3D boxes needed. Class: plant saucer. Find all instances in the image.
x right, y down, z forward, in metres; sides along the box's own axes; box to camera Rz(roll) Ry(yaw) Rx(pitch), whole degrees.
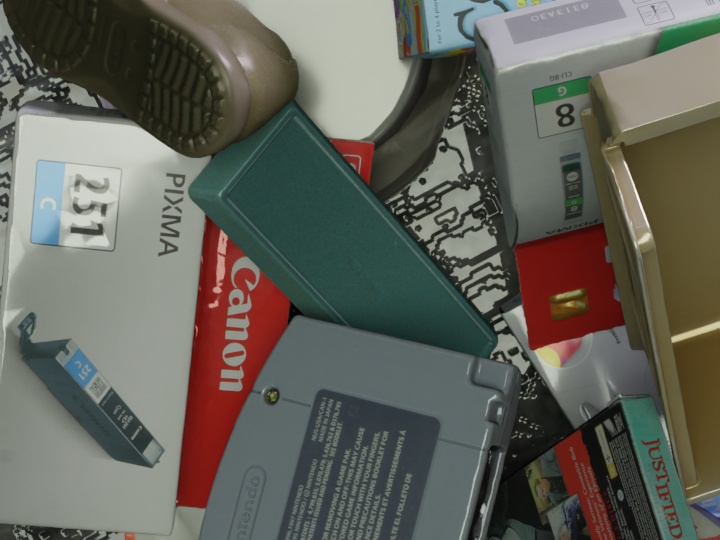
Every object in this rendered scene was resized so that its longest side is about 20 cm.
[{"bbox_3d":[0.000,0.000,0.814,0.070,0.019,0.200,-51,124,-12],"label":"plant saucer"}]

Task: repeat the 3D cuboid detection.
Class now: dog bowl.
[{"bbox_3d":[-0.038,-0.121,0.848,0.198,0.059,0.202,0,93,2],"label":"dog bowl"}]

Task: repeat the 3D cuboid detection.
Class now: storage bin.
[{"bbox_3d":[0.210,-0.017,0.700,0.198,0.199,0.094,-17,48,4],"label":"storage bin"}]

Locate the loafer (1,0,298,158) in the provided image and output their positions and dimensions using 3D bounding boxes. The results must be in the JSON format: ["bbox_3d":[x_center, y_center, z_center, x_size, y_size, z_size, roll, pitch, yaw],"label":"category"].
[{"bbox_3d":[-0.104,-0.116,0.777,0.200,0.067,0.076,44,124,32],"label":"loafer"}]

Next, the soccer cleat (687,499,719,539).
[{"bbox_3d":[0.146,0.197,0.795,0.066,0.077,0.201,-13,133,-30],"label":"soccer cleat"}]

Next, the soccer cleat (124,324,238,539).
[{"bbox_3d":[-0.089,0.058,0.860,0.077,0.069,0.202,-3,99,-6],"label":"soccer cleat"}]

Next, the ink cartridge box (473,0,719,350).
[{"bbox_3d":[0.144,-0.041,0.752,0.160,0.050,0.201,-14,128,0],"label":"ink cartridge box"}]

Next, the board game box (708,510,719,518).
[{"bbox_3d":[0.198,0.200,0.844,0.198,0.045,0.153,4,113,1],"label":"board game box"}]

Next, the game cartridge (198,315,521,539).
[{"bbox_3d":[-0.010,0.128,0.769,0.132,0.041,0.202,12,83,28],"label":"game cartridge"}]

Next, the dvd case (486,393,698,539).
[{"bbox_3d":[0.105,0.158,0.778,0.022,0.200,0.147,-6,69,-24],"label":"dvd case"}]

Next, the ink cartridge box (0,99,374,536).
[{"bbox_3d":[-0.087,0.027,0.799,0.175,0.045,0.202,5,101,-9],"label":"ink cartridge box"}]

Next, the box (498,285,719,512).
[{"bbox_3d":[0.197,0.032,0.858,0.199,0.041,0.156,-34,93,3],"label":"box"}]

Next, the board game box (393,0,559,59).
[{"bbox_3d":[0.115,-0.163,0.767,0.198,0.103,0.106,-8,96,-6],"label":"board game box"}]
